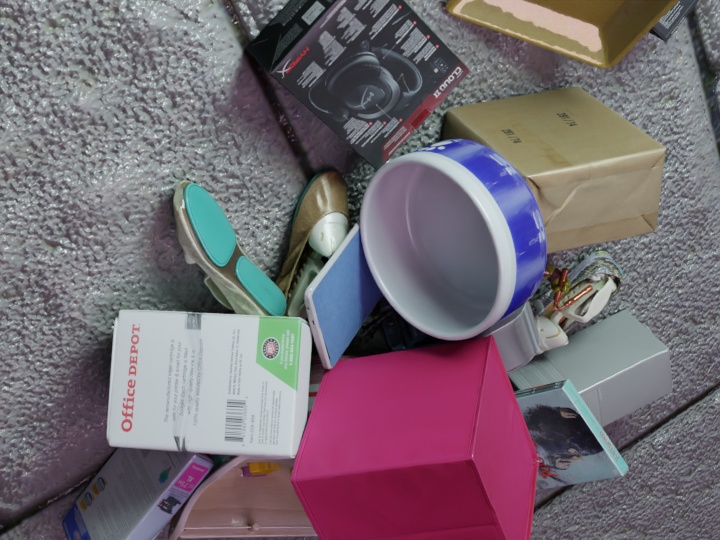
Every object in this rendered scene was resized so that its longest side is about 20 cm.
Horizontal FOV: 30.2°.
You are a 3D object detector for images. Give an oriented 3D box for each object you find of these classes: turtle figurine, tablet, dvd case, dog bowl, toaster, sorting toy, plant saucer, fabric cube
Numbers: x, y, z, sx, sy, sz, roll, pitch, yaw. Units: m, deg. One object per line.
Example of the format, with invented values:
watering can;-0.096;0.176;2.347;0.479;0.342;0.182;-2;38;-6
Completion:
turtle figurine;0.187;-0.004;1.614;0.199;0.065;0.162;-9;141;-4
tablet;0.000;0.000;1.482;0.200;0.014;0.130;-55;148;-33
dvd case;0.221;0.214;1.680;0.146;0.200;0.022;55;49;-15
dog bowl;0.095;-0.033;1.399;0.079;0.200;0.201;-26;131;-40
toaster;0.113;0.068;1.540;0.199;0.114;0.129;-26;142;9
sorting toy;-0.109;0.241;1.526;0.199;0.107;0.180;3;156;-17
plant saucer;0.209;-0.296;1.369;0.199;0.200;0.049;17;71;-8
fabric cube;0.067;0.216;1.438;0.198;0.197;0.201;-11;122;19

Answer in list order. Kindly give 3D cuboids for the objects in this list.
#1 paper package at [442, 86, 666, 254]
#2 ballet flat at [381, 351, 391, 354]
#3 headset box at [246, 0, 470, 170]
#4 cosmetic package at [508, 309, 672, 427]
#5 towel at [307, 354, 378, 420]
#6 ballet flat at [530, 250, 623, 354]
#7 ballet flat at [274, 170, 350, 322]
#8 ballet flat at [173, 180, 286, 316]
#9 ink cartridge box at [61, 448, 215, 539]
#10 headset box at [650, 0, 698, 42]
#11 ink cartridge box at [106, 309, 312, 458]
paper package;0.209;-0.113;1.479;0.190;0.200;0.104;-12;123;-20
ballet flat;0.067;0.127;1.635;0.199;0.068;0.068;-21;128;-14
headset box;0.006;-0.214;1.388;0.149;0.077;0.200;-47;130;6
cosmetic package;0.297;0.144;1.743;0.199;0.107;0.091;-21;127;-13
towel;-0.036;0.187;1.616;0.143;0.023;0.201;-1;123;2
ballet flat;0.254;0.056;1.690;0.200;0.072;0.072;-41;129;1
ballet flat;-0.052;-0.010;1.485;0.068;0.072;0.201;10;114;-39
ballet flat;-0.156;-0.008;1.437;0.062;0.068;0.200;-16;122;31
ink cartridge box;-0.256;0.253;1.511;0.200;0.119;0.042;-49;130;7
headset box;0.304;-0.378;1.431;0.200;0.093;0.174;28;104;-37
ink cartridge box;-0.158;0.120;1.414;0.199;0.084;0.147;3;84;7
